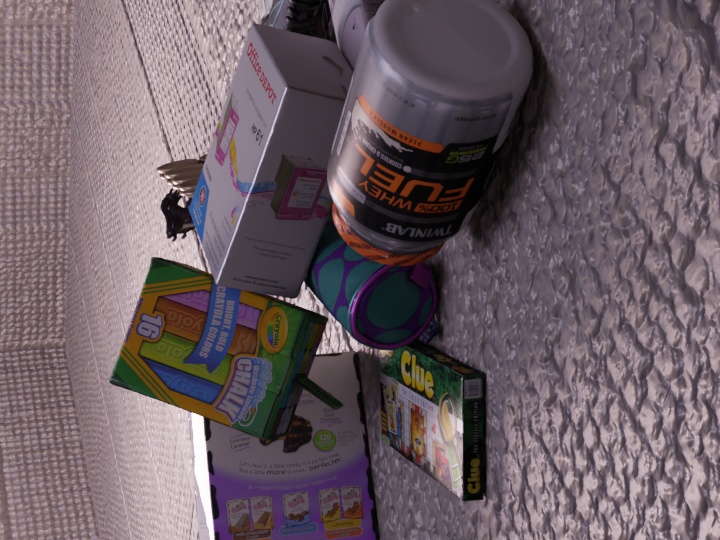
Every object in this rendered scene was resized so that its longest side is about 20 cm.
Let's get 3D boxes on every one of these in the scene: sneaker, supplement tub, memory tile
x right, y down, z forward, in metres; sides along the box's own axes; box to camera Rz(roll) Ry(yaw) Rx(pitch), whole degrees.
[{"bbox_3d":[-0.052,-0.253,1.373,0.200,0.075,0.079,110,161,-49],"label":"sneaker"},{"bbox_3d":[0.044,-0.101,1.048,0.200,0.122,0.123,108,152,-50],"label":"supplement tub"},{"bbox_3d":[-0.140,-0.114,1.570,0.200,0.153,0.017,-147,43,-70],"label":"memory tile"}]

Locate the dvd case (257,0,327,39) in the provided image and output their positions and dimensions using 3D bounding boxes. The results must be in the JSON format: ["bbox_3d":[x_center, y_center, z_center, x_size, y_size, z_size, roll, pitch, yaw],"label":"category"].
[{"bbox_3d":[-0.078,-0.279,1.555,0.200,0.022,0.147,152,113,-69],"label":"dvd case"}]

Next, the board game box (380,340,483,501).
[{"bbox_3d":[0.058,0.119,1.211,0.200,0.023,0.105,-159,68,-70],"label":"board game box"}]

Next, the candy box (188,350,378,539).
[{"bbox_3d":[-0.081,0.188,1.416,0.072,0.167,0.201,149,117,-68],"label":"candy box"}]

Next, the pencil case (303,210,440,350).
[{"bbox_3d":[0.000,0.000,1.264,0.085,0.092,0.200,53,175,-28],"label":"pencil case"}]

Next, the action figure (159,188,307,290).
[{"bbox_3d":[-0.122,-0.045,1.567,0.119,0.199,0.102,13,-80,-67],"label":"action figure"}]

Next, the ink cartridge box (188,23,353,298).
[{"bbox_3d":[-0.076,-0.100,1.266,0.201,0.084,0.145,-67,27,24],"label":"ink cartridge box"}]

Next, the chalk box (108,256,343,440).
[{"bbox_3d":[-0.107,0.079,1.305,0.125,0.199,0.124,36,-107,-83],"label":"chalk box"}]

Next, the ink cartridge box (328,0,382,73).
[{"bbox_3d":[-0.006,-0.182,1.311,0.200,0.057,0.163,128,135,-57],"label":"ink cartridge box"}]
